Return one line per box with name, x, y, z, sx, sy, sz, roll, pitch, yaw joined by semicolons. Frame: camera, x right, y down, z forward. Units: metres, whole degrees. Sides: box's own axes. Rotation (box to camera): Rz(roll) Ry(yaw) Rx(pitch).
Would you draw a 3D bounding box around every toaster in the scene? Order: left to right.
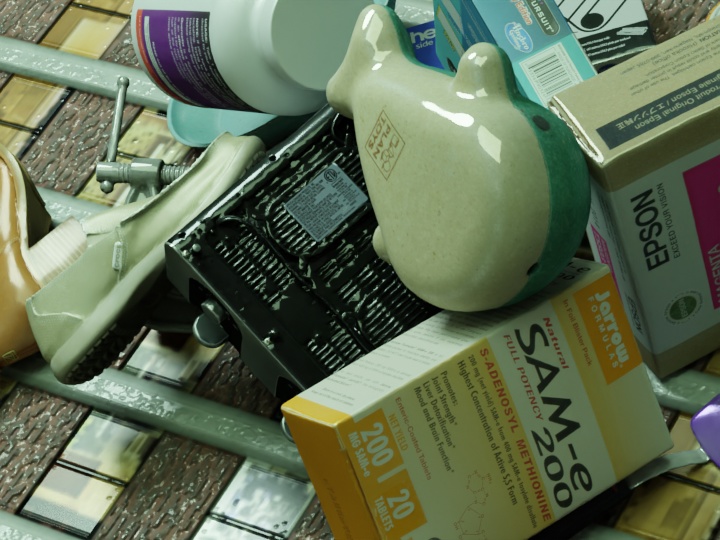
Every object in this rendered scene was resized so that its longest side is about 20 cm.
toaster;0.000;0.000;1.614;0.200;0.119;0.181;-42;83;-17

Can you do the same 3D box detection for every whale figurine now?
whale figurine;0.058;-0.068;1.519;0.103;0.159;0.200;-5;44;-37

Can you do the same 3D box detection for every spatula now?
spatula;0.172;0.122;1.563;0.199;0.021;0.057;-28;48;-6

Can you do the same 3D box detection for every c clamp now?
c clamp;-0.085;-0.038;1.710;0.199;0.027;0.172;9;72;12

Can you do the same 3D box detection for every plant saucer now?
plant saucer;-0.047;-0.149;1.840;0.199;0.036;0.200;-30;31;20

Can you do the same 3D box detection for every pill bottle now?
pill bottle;-0.066;-0.158;1.705;0.112;0.113;0.200;-40;22;-18

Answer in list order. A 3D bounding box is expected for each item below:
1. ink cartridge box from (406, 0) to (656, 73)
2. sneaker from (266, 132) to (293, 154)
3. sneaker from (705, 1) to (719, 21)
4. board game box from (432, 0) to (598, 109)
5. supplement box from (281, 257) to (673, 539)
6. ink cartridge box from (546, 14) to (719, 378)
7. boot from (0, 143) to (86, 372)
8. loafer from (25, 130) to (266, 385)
ink cartridge box;0.103;-0.142;1.811;0.199;0.044;0.094;-16;44;5
sneaker;-0.060;-0.024;1.742;0.199;0.071;0.093;-32;41;-14
sneaker;0.254;-0.107;1.694;0.092;0.076;0.200;-2;48;36
board game box;0.099;-0.127;1.659;0.047;0.200;0.151;-26;72;-5
supplement box;0.070;0.091;1.521;0.200;0.126;0.073;-30;19;-22
ink cartridge box;0.217;-0.051;1.579;0.164;0.200;0.075;-28;47;-6
boot;-0.276;-0.004;1.802;0.155;0.074;0.200;-39;46;-11
loafer;-0.140;-0.019;1.666;0.068;0.076;0.200;42;87;12
